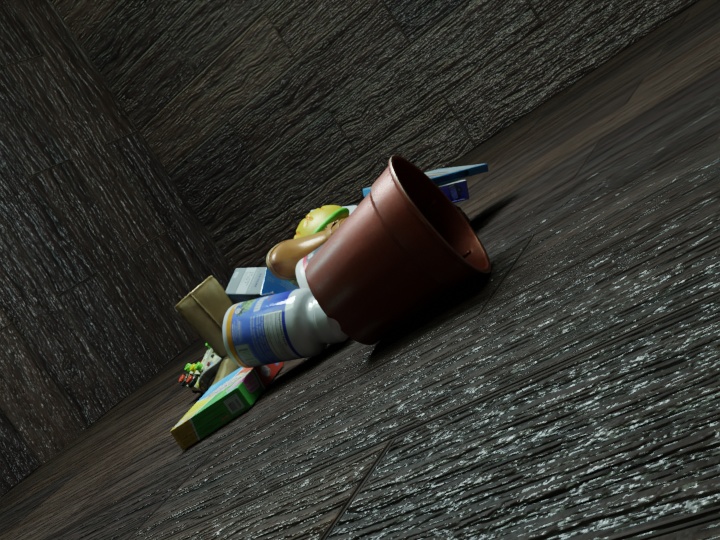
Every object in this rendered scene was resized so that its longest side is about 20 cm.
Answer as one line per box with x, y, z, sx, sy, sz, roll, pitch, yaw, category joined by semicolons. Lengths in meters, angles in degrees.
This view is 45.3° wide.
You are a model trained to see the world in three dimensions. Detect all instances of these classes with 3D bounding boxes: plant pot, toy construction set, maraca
0.041;-0.014;1.172;0.195;0.201;0.201;-42;3;19;plant pot
-0.341;0.215;1.947;0.132;0.091;0.200;-63;6;-18;toy construction set
-0.090;-0.051;1.761;0.201;0.107;0.137;-51;-14;19;maraca

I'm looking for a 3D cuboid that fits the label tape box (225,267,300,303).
-0.156;0.054;1.675;0.199;0.143;0.067;-4;58;55;label tape box

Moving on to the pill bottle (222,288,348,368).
-0.118;0.092;1.418;0.198;0.113;0.112;-14;15;26;pill bottle

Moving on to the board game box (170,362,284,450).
-0.227;0.218;1.495;0.152;0.041;0.200;-34;6;16;board game box

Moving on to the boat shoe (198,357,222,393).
-0.245;0.180;1.767;0.199;0.076;0.072;-33;4;9;boat shoe

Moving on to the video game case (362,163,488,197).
0.122;-0.169;1.620;0.198;0.018;0.142;-18;12;-34;video game case

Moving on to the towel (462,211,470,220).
0.110;-0.102;1.716;0.148;0.037;0.199;-35;41;-18;towel

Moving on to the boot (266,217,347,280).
-0.066;-0.053;1.578;0.199;0.074;0.154;-24;-3;-45;boot

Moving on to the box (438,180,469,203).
0.114;-0.137;1.610;0.118;0.042;0.199;-16;7;-23;box

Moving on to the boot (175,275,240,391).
-0.289;0.140;1.668;0.175;0.201;0.066;-44;9;-34;boot

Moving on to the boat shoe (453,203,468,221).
0.098;-0.073;1.610;0.199;0.075;0.075;-17;44;-7;boat shoe

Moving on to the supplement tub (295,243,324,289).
0.000;-0.006;1.499;0.199;0.141;0.140;-34;6;12;supplement tub

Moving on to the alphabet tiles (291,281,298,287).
-0.181;0.069;1.871;0.202;0.014;0.195;-61;-17;9;alphabet tiles

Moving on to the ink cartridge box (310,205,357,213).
-0.050;-0.032;1.893;0.114;0.203;0.067;-8;27;-24;ink cartridge box
